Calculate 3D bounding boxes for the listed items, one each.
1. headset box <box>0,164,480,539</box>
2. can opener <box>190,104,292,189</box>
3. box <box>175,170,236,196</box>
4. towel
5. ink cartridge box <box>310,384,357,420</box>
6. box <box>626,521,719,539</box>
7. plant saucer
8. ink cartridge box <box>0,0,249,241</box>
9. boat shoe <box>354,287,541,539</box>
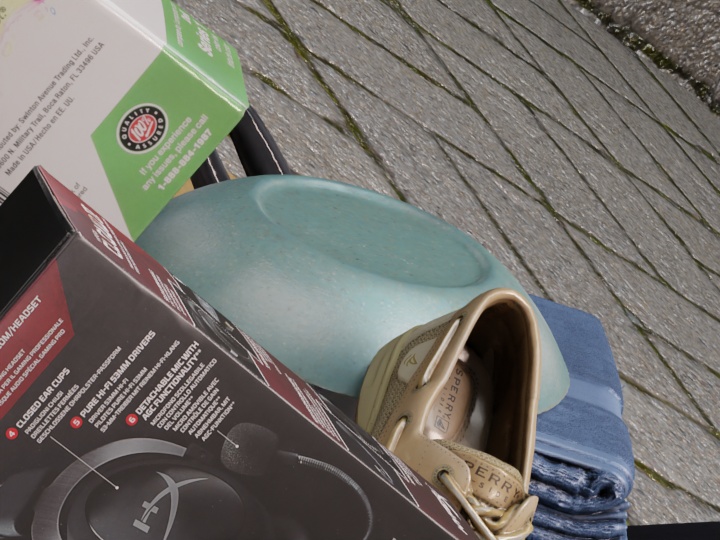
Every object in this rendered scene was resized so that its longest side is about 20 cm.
[{"bbox_3d":[-0.081,0.079,0.886,0.200,0.149,0.077,39,3,-22],"label":"headset box"},{"bbox_3d":[-0.034,0.012,1.430,0.079,0.063,0.200,4,-53,57],"label":"can opener"},{"bbox_3d":[-0.059,0.017,1.533,0.163,0.021,0.200,37,25,-19],"label":"box"},{"bbox_3d":[0.059,0.060,1.265,0.112,0.049,0.200,19,19,-5],"label":"towel"},{"bbox_3d":[-0.042,0.040,1.298,0.094,0.044,0.200,25,3,15],"label":"ink cartridge box"},{"bbox_3d":[0.116,0.215,1.187,0.200,0.123,0.199,-16,102,-75],"label":"box"},{"bbox_3d":[0.000,0.000,1.238,0.201,0.039,0.201,18,19,-6],"label":"plant saucer"},{"bbox_3d":[-0.169,-0.085,1.205,0.200,0.145,0.084,37,15,-19],"label":"ink cartridge box"},{"bbox_3d":[0.028,0.088,1.079,0.071,0.065,0.200,30,44,-23],"label":"boat shoe"}]
